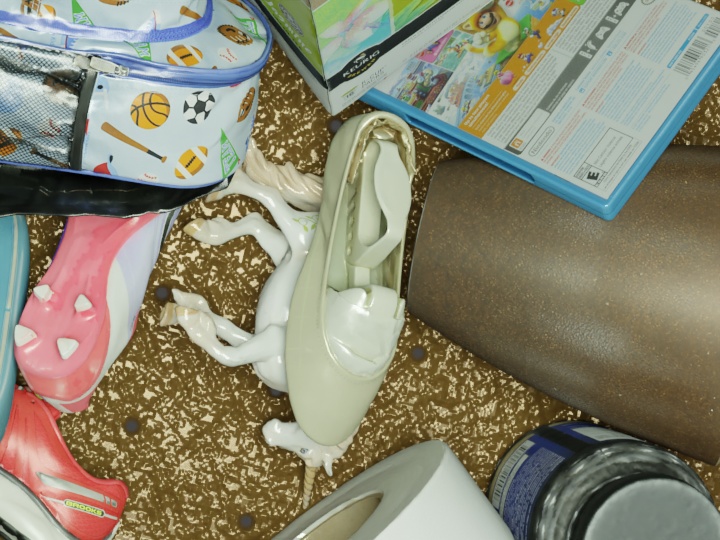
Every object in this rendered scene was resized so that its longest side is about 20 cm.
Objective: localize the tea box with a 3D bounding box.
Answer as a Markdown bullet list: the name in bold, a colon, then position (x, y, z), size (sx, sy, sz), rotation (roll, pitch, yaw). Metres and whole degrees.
- **tea box**: position (-0.027, -0.228, 1.036), size (0.133, 0.197, 0.201), rotation (-35, 78, -5)

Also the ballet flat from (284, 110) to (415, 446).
- **ballet flat**: position (0.000, 0.000, 1.085), size (0.069, 0.070, 0.202), rotation (8, 74, -7)

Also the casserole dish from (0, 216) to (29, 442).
- **casserole dish**: position (-0.249, 0.020, 1.071), size (0.120, 0.039, 0.202), rotation (14, 62, -20)

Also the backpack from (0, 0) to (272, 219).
- **backpack**: position (-0.144, -0.126, 1.041), size (0.189, 0.201, 0.155), rotation (15, 121, -15)

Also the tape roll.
- **tape roll**: position (-0.009, 0.185, 1.068), size (0.202, 0.202, 0.071), rotation (-38, 95, -5)

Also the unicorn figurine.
- **unicorn figurine**: position (-0.050, 0.030, 1.120), size (0.136, 0.074, 0.202), rotation (22, 83, -18)

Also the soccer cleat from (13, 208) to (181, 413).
- **soccer cleat**: position (-0.146, -0.010, 1.112), size (0.066, 0.077, 0.201), rotation (16, 62, 14)

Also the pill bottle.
- **pill bottle**: position (0.144, 0.151, 1.086), size (0.110, 0.200, 0.113), rotation (0, 91, -7)

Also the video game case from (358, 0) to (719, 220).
- **video game case**: position (0.104, -0.125, 1.094), size (0.199, 0.018, 0.144), rotation (29, 72, 31)

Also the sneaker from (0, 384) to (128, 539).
- **sneaker**: position (-0.222, 0.093, 1.114), size (0.200, 0.077, 0.085), rotation (43, 67, -7)

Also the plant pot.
- **plant pot**: position (0.133, 0.001, 1.106), size (0.198, 0.187, 0.189), rotation (13, 89, 7)
